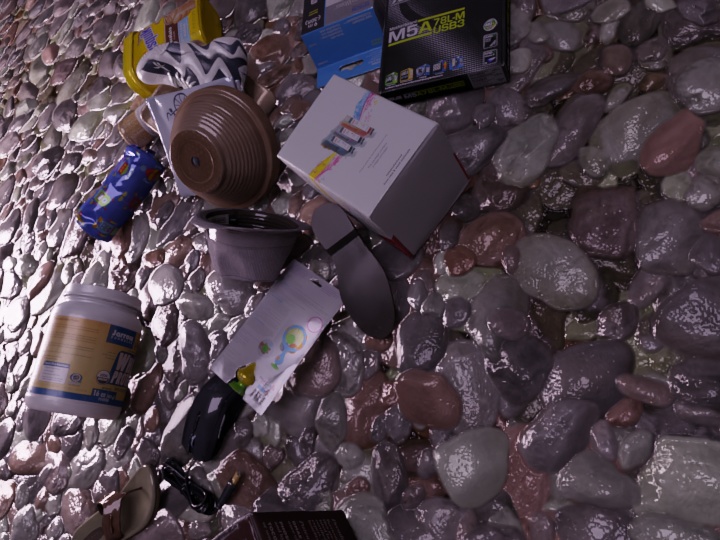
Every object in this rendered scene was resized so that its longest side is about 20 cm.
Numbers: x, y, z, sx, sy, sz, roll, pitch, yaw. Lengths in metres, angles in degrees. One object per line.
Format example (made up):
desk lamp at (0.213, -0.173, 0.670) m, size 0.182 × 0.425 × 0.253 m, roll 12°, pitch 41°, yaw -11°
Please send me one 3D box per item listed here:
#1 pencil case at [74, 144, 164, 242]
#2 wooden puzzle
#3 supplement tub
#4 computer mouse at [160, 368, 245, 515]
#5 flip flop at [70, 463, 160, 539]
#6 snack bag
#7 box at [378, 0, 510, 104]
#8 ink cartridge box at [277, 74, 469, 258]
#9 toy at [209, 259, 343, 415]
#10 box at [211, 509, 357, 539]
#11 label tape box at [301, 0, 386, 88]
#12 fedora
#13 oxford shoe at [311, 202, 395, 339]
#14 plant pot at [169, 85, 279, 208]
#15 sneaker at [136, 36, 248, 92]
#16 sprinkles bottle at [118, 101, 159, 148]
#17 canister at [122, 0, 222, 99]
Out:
pencil case at (-0.468, -0.154, 1.074) m, size 0.087 × 0.078 × 0.201 m, roll 38°, pitch 91°, yaw 4°
wooden puzzle at (-0.279, -0.297, 1.025) m, size 0.199 × 0.046 × 0.186 m, roll 37°, pitch 91°, yaw 8°
supplement tub at (-0.448, 0.135, 0.913) m, size 0.143 × 0.144 × 0.202 m, roll -1°, pitch 71°, yaw 28°
computer mouse at (-0.215, 0.246, 0.801) m, size 0.140 × 0.046 × 0.201 m, roll 29°, pitch 87°, yaw 35°
flip flop at (-0.377, 0.371, 0.834) m, size 0.200 × 0.058 × 0.081 m, roll -39°, pitch 57°, yaw 10°
snack bag at (-0.265, -0.219, 0.953) m, size 0.198 × 0.021 × 0.190 m, roll -3°, pitch 114°, yaw 26°
box at (0.129, -0.362, 0.850) m, size 0.198 × 0.047 × 0.195 m, roll -3°, pitch 72°, yaw 27°
ink cartridge box at (0.017, -0.145, 0.768) m, size 0.200 × 0.145 × 0.145 m, roll 38°, pitch 91°, yaw 34°
toy at (-0.113, 0.096, 0.800) m, size 0.115 × 0.047 × 0.201 m, roll 33°, pitch 78°, yaw 28°
box at (-0.090, 0.376, 0.590) m, size 0.166 × 0.200 × 0.165 m, roll -40°, pitch 57°, yaw 9°
label tape box at (-0.026, -0.434, 0.952) m, size 0.143 × 0.063 × 0.202 m, roll -9°, pitch 67°, yaw 26°
fedora at (-0.165, -0.036, 0.830) m, size 0.199 × 0.176 × 0.091 m, roll 22°, pitch 111°, yaw 49°
oxford shoe at (0.000, 0.000, 0.774) m, size 0.071 × 0.071 × 0.202 m, roll -26°, pitch 76°, yaw 11°
plant pot at (-0.237, -0.185, 0.888) m, size 0.199 × 0.093 × 0.203 m, roll 11°, pitch 120°, yaw 19°
sneaker at (-0.290, -0.321, 0.963) m, size 0.197 × 0.080 × 0.131 m, roll -8°, pitch 76°, yaw -4°
sprinkles bottle at (-0.390, -0.323, 1.106) m, size 0.199 × 0.068 × 0.069 m, roll -30°, pitch 59°, yaw 16°
canister at (-0.389, -0.465, 1.150) m, size 0.198 × 0.086 × 0.150 m, roll -20°, pitch 63°, yaw 19°
